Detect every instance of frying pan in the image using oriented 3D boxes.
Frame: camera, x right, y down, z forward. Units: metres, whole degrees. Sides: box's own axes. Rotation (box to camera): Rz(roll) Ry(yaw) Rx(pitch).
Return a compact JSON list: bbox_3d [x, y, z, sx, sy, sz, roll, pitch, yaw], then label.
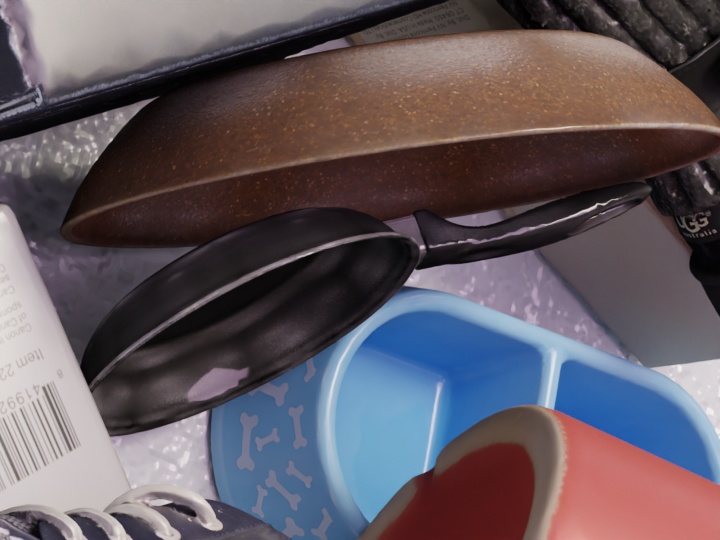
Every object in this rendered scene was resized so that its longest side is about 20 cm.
[{"bbox_3d":[-0.003,-0.003,0.885,0.190,0.115,0.031,-29,75,-2],"label":"frying pan"}]

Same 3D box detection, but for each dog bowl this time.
[{"bbox_3d":[0.045,0.067,1.000,0.200,0.050,0.112,21,71,-33],"label":"dog bowl"}]

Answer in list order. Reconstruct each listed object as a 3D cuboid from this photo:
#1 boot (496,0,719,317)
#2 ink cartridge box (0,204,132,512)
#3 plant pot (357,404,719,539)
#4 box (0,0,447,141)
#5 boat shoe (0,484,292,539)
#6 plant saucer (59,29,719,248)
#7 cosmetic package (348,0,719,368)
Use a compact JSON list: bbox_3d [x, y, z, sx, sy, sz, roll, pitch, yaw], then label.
[{"bbox_3d":[0.149,-0.101,0.987,0.211,0.079,0.158,-45,111,-29],"label":"boot"},{"bbox_3d":[-0.135,0.102,0.839,0.148,0.086,0.200,-28,101,-36],"label":"ink cartridge box"},{"bbox_3d":[0.081,0.146,0.890,0.177,0.200,0.201,37,63,-15],"label":"plant pot"},{"bbox_3d":[-0.077,-0.107,0.842,0.200,0.197,0.124,-20,95,-37],"label":"box"},{"bbox_3d":[-0.079,0.085,0.793,0.200,0.075,0.093,48,52,-30],"label":"boat shoe"},{"bbox_3d":[0.008,-0.040,0.881,0.200,0.200,0.037,-4,85,-37],"label":"plant saucer"},{"bbox_3d":[0.084,-0.071,1.034,0.200,0.073,0.104,49,58,-21],"label":"cosmetic package"}]
